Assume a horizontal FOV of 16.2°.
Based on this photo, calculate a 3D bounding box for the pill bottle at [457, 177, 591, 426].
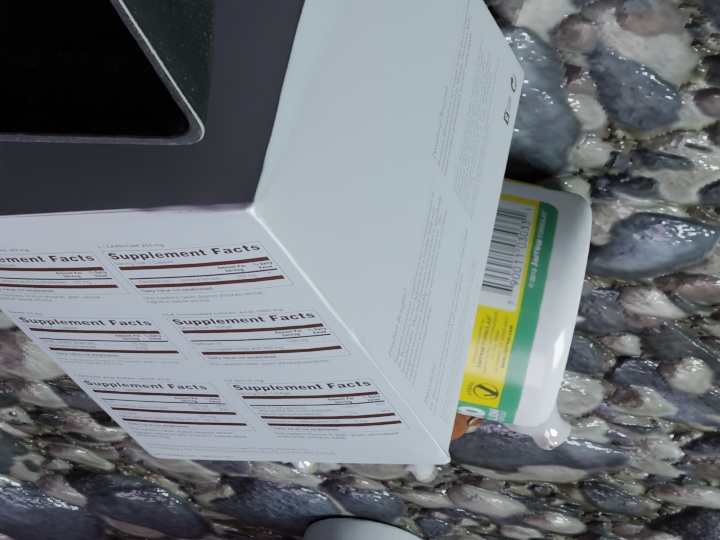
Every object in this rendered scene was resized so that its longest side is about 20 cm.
[{"bbox_3d":[0.000,0.000,1.172,0.199,0.113,0.113,12,154,1],"label":"pill bottle"}]

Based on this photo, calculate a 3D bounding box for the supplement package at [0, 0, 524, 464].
[{"bbox_3d":[-0.046,-0.052,1.000,0.146,0.192,0.200,-1,150,25],"label":"supplement package"}]

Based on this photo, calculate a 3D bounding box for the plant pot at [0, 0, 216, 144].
[{"bbox_3d":[-0.154,-0.169,0.835,0.199,0.178,0.200,1,151,20],"label":"plant pot"}]

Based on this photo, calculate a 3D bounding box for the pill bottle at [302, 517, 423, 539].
[{"bbox_3d":[-0.013,0.267,1.602,0.109,0.201,0.110,10,154,5],"label":"pill bottle"}]

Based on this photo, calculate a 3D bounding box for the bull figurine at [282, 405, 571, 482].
[{"bbox_3d":[0.015,0.066,1.345,0.199,0.065,0.122,11,151,6],"label":"bull figurine"}]
